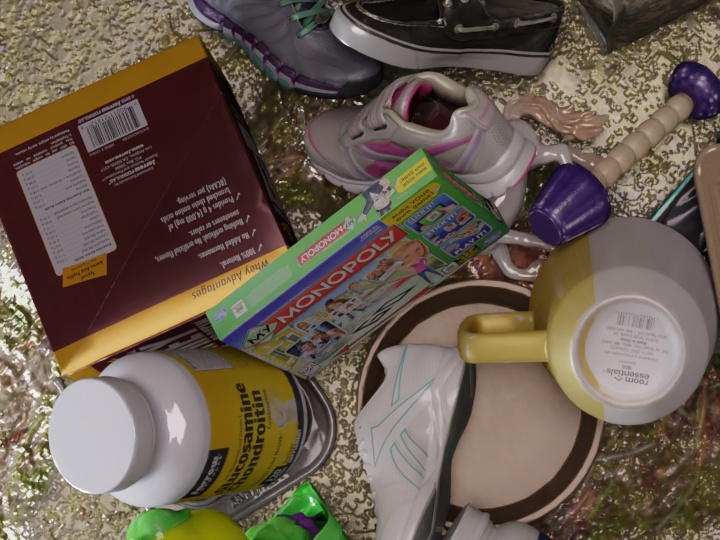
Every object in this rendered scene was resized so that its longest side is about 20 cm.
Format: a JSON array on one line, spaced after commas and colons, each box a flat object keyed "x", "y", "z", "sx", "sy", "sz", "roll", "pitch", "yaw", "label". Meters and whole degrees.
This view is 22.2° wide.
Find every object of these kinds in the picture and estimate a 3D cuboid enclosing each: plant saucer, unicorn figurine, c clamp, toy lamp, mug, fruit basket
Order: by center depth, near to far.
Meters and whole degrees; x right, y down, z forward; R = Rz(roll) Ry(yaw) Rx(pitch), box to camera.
[{"x": 0.182, "y": 0.056, "z": 1.358, "sx": 0.186, "sy": 0.153, "sz": 0.150, "roll": -36, "pitch": 94, "yaw": 11, "label": "mug"}, {"x": -0.102, "y": 0.244, "z": 1.393, "sx": 0.213, "sy": 0.155, "sz": 0.218, "roll": -1, "pitch": 97, "yaw": -10, "label": "fruit basket"}, {"x": 0.204, "y": -0.089, "z": 1.415, "sx": 0.058, "sy": 0.058, "sz": 0.200, "roll": 44, "pitch": 62, "yaw": 6, "label": "toy lamp"}, {"x": 0.111, "y": -0.050, "z": 1.459, "sx": 0.136, "sy": 0.074, "sz": 0.201, "roll": 25, "pitch": 71, "yaw": 6, "label": "unicorn figurine"}, {"x": 0.096, "y": 0.107, "z": 1.461, "sx": 0.198, "sy": 0.029, "sz": 0.202, "roll": 0, "pitch": 86, "yaw": 4, "label": "plant saucer"}, {"x": -0.127, "y": 0.121, "z": 1.474, "sx": 0.199, "sy": 0.027, "sz": 0.172, "roll": -26, "pitch": 84, "yaw": 2, "label": "c clamp"}]

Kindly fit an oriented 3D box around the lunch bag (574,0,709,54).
[{"x": 0.235, "y": -0.263, "z": 1.397, "sx": 0.163, "sy": 0.200, "sz": 0.118, "roll": -29, "pitch": 85, "yaw": 2, "label": "lunch bag"}]

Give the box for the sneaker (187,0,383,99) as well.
[{"x": -0.064, "y": -0.207, "z": 1.431, "sx": 0.199, "sy": 0.088, "sz": 0.074, "roll": 32, "pitch": 50, "yaw": 28, "label": "sneaker"}]

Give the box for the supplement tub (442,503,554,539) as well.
[{"x": 0.134, "y": 0.281, "z": 1.383, "sx": 0.199, "sy": 0.145, "sz": 0.146, "roll": 31, "pitch": 88, "yaw": 3, "label": "supplement tub"}]

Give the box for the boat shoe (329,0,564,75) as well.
[{"x": 0.069, "y": -0.197, "z": 1.420, "sx": 0.198, "sy": 0.071, "sz": 0.064, "roll": 0, "pitch": 127, "yaw": -32, "label": "boat shoe"}]

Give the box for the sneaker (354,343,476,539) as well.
[{"x": 0.032, "y": 0.149, "z": 1.407, "sx": 0.079, "sy": 0.071, "sz": 0.202, "roll": 8, "pitch": 65, "yaw": 15, "label": "sneaker"}]

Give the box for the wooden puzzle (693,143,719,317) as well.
[{"x": 0.352, "y": 0.000, "z": 1.391, "sx": 0.183, "sy": 0.037, "sz": 0.202, "roll": -3, "pitch": 73, "yaw": -10, "label": "wooden puzzle"}]

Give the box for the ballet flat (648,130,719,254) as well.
[{"x": 0.297, "y": -0.084, "z": 1.445, "sx": 0.073, "sy": 0.073, "sz": 0.201, "roll": 35, "pitch": 94, "yaw": 6, "label": "ballet flat"}]

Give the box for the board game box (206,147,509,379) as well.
[{"x": 0.000, "y": 0.000, "z": 1.349, "sx": 0.199, "sy": 0.134, "sz": 0.029, "roll": -37, "pitch": 62, "yaw": 14, "label": "board game box"}]

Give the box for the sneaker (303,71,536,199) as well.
[{"x": 0.036, "y": -0.114, "z": 1.423, "sx": 0.199, "sy": 0.089, "sz": 0.082, "roll": 2, "pitch": 49, "yaw": 33, "label": "sneaker"}]

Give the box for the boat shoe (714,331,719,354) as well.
[{"x": 0.337, "y": 0.040, "z": 1.430, "sx": 0.198, "sy": 0.069, "sz": 0.073, "roll": 14, "pitch": 86, "yaw": 4, "label": "boat shoe"}]

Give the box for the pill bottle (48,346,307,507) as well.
[{"x": -0.135, "y": 0.115, "z": 1.355, "sx": 0.111, "sy": 0.199, "sz": 0.113, "roll": 0, "pitch": 91, "yaw": 32, "label": "pill bottle"}]

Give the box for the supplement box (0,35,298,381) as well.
[{"x": -0.162, "y": -0.037, "z": 1.426, "sx": 0.196, "sy": 0.133, "sz": 0.201, "roll": -24, "pitch": 78, "yaw": 1, "label": "supplement box"}]
